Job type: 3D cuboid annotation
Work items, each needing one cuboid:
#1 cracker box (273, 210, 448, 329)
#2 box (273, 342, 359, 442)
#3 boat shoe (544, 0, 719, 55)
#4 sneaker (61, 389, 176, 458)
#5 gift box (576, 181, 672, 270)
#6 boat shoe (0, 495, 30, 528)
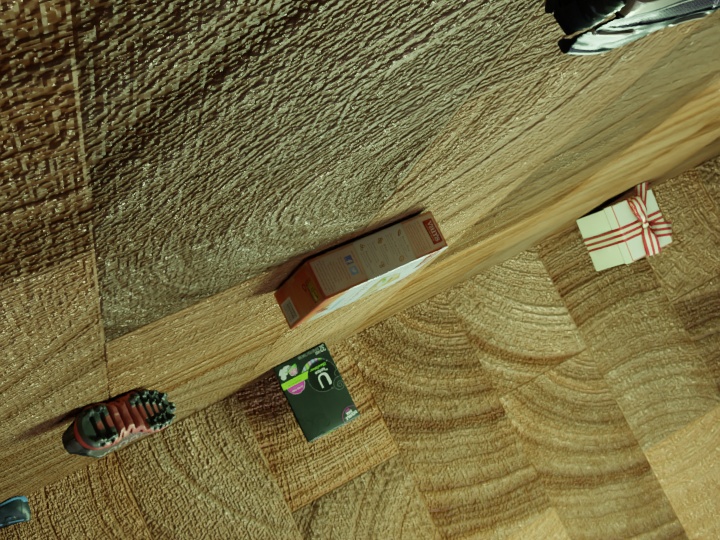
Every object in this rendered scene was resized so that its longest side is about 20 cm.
[{"bbox_3d":[0.000,0.000,1.157,0.198,0.058,0.134,-24,172,-29],"label":"cracker box"},{"bbox_3d":[-0.109,0.305,2.210,0.147,0.202,0.124,-26,172,-8],"label":"box"},{"bbox_3d":[0.215,-0.201,0.595,0.198,0.076,0.093,-17,176,-19],"label":"boat shoe"},{"bbox_3d":[-0.370,0.234,1.355,0.097,0.071,0.200,-32,169,30],"label":"sneaker"},{"bbox_3d":[0.745,-0.124,2.475,0.199,0.186,0.186,-27,-178,-25],"label":"gift box"},{"bbox_3d":[-0.827,0.572,1.971,0.198,0.069,0.084,-28,172,5],"label":"boat shoe"}]
